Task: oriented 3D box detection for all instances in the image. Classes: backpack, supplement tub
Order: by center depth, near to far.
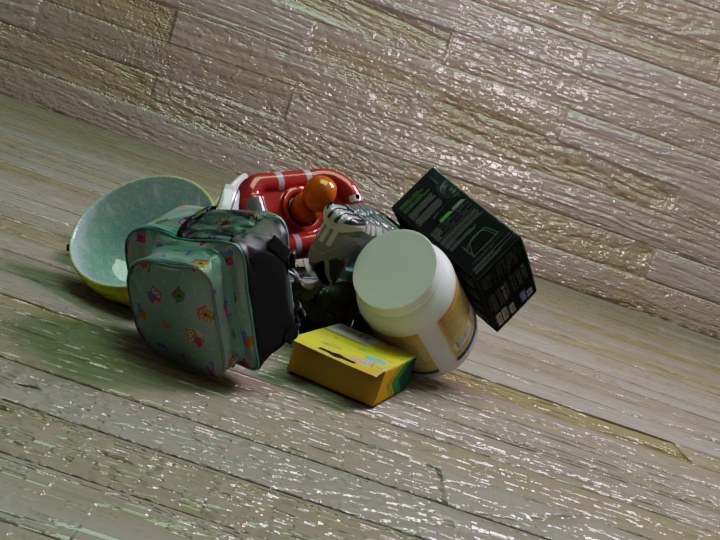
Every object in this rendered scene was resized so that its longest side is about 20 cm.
[{"bbox_3d":[-0.183,0.019,1.244,0.198,0.178,0.153,17,37,39],"label":"backpack"},{"bbox_3d":[0.077,0.047,1.526,0.143,0.146,0.201,23,-19,31],"label":"supplement tub"}]

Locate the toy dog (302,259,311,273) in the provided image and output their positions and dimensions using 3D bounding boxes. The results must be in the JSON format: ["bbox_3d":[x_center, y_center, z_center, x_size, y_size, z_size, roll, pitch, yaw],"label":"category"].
[{"bbox_3d":[-0.065,-0.043,1.722,0.096,0.133,0.199,38,28,16],"label":"toy dog"}]

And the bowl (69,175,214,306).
[{"bbox_3d":[-0.275,-0.018,1.439,0.198,0.201,0.109,23,-33,29],"label":"bowl"}]

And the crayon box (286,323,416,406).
[{"bbox_3d":[-0.013,0.121,1.402,0.125,0.052,0.200,22,8,16],"label":"crayon box"}]

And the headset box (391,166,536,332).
[{"bbox_3d":[0.150,-0.034,1.606,0.200,0.093,0.175,41,-10,32],"label":"headset box"}]

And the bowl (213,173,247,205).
[{"bbox_3d":[-0.205,-0.041,1.643,0.090,0.202,0.201,38,8,-2],"label":"bowl"}]

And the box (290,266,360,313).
[{"bbox_3d":[-0.052,0.030,1.731,0.197,0.049,0.158,-1,10,-31],"label":"box"}]

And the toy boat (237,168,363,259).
[{"bbox_3d":[-0.075,-0.094,1.563,0.198,0.132,0.130,-9,-15,-37],"label":"toy boat"}]

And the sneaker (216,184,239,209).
[{"bbox_3d":[-0.178,-0.019,1.493,0.070,0.203,0.073,11,-19,-15],"label":"sneaker"}]

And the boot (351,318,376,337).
[{"bbox_3d":[0.050,0.082,1.774,0.129,0.071,0.200,11,2,-2],"label":"boot"}]

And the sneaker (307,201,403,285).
[{"bbox_3d":[-0.016,-0.032,1.539,0.075,0.116,0.199,40,16,28],"label":"sneaker"}]

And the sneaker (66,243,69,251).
[{"bbox_3d":[-0.334,-0.038,1.551,0.198,0.076,0.087,-11,-1,40],"label":"sneaker"}]

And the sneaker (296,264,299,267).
[{"bbox_3d":[-0.167,-0.035,1.792,0.089,0.067,0.201,4,-41,24],"label":"sneaker"}]

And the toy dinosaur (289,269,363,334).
[{"bbox_3d":[-0.035,0.055,1.592,0.198,0.104,0.077,7,14,-41],"label":"toy dinosaur"}]

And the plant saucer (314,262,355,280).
[{"bbox_3d":[0.000,0.000,1.659,0.069,0.019,0.199,19,9,26],"label":"plant saucer"}]
